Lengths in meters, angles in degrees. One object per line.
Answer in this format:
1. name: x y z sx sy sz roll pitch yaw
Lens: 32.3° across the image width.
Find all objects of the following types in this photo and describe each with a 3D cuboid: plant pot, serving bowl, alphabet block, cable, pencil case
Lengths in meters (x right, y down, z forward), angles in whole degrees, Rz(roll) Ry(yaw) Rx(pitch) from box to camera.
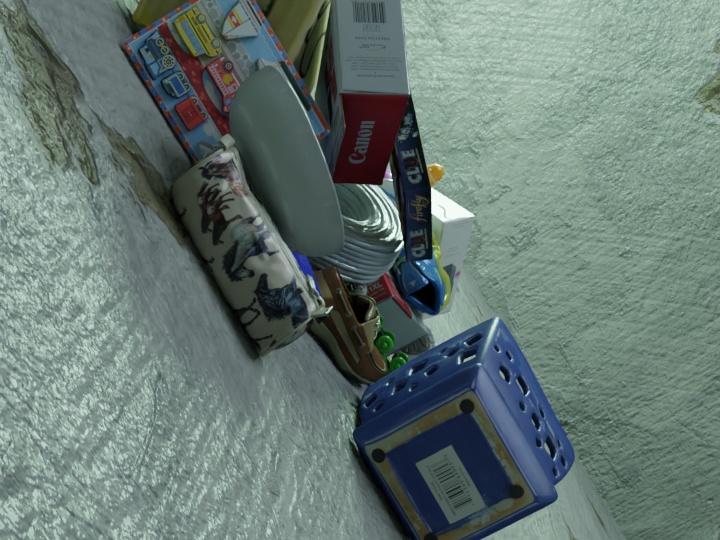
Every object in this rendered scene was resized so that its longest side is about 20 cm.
1. plant pot: 0.112 0.199 1.398 0.202 0.198 0.180 59 16 -5
2. serving bowl: -0.086 -0.101 1.253 0.200 0.065 0.202 158 -89 -79
3. alphabet block: -0.122 -0.328 1.461 0.195 0.202 0.195 28 6 7
4. cable: -0.036 -0.071 1.563 0.199 0.069 0.200 38 29 1
5. pencil case: -0.107 -0.024 1.184 0.202 0.089 0.078 60 17 0

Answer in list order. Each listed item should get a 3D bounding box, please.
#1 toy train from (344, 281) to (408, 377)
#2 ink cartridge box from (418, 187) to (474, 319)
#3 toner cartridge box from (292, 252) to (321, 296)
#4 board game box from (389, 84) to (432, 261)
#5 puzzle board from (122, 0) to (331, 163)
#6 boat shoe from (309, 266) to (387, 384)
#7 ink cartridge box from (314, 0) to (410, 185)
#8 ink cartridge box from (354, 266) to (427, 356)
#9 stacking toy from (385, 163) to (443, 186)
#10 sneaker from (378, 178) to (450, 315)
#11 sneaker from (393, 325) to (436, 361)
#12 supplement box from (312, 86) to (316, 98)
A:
1. toy train: 0.008 0.084 1.581 0.201 0.056 0.042 58 11 -5
2. ink cartridge box: 0.084 -0.011 1.802 0.067 0.202 0.117 -13 37 -40
3. toner cartridge box: -0.106 -0.050 1.410 0.095 0.043 0.201 51 14 -50
4. board game box: 0.057 -0.132 1.530 0.136 0.034 0.202 84 -2 -53
5. puzzle board: -0.142 -0.197 1.343 0.201 0.150 0.017 59 -11 -12
6. boat shoe: -0.011 0.066 1.478 0.200 0.073 0.076 50 14 -47
7. ink cartridge box: -0.001 -0.185 1.437 0.201 0.083 0.178 108 -20 -64
8. ink cartridge box: 0.000 0.000 1.708 0.146 0.082 0.202 45 18 -58
9. stacking toy: 0.038 -0.108 1.874 0.111 0.198 0.116 62 10 14
10. sneaker: 0.069 -0.027 1.671 0.201 0.075 0.105 60 10 -15
11. sneaker: 0.092 0.173 1.722 0.202 0.077 0.100 -97 176 -45
12. supplement box: -0.058 -0.188 1.830 0.201 0.072 0.127 -106 -164 -54
